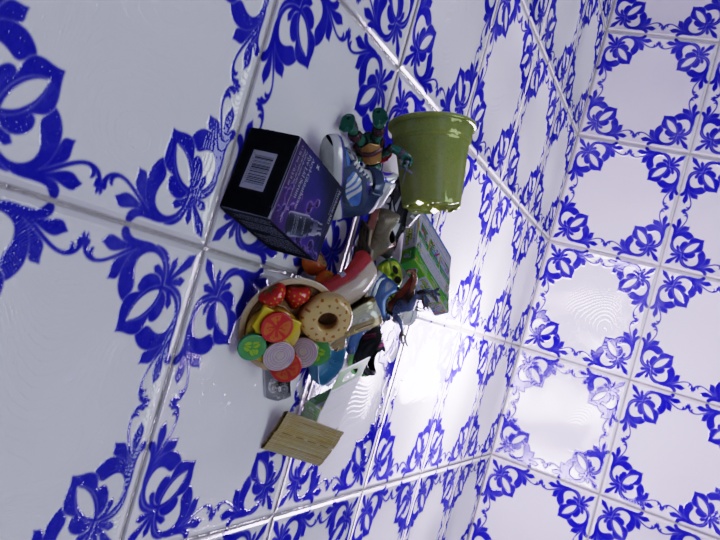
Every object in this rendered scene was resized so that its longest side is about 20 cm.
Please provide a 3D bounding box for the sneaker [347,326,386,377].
[{"bbox_3d":[0.029,0.155,1.782,0.076,0.083,0.204,-15,117,-62],"label":"sneaker"}]

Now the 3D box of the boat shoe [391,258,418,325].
[{"bbox_3d":[0.108,0.037,1.906,0.069,0.070,0.204,5,93,-40],"label":"boat shoe"}]

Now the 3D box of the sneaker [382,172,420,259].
[{"bbox_3d":[0.093,-0.120,1.755,0.066,0.089,0.204,-13,115,-62],"label":"sneaker"}]

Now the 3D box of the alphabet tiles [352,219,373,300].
[{"bbox_3d":[0.000,0.000,1.607,0.167,0.007,0.204,-123,-141,-71],"label":"alphabet tiles"}]

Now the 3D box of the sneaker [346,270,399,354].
[{"bbox_3d":[0.024,0.106,1.694,0.202,0.088,0.079,-62,179,14],"label":"sneaker"}]

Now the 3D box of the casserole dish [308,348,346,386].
[{"bbox_3d":[-0.073,0.153,1.623,0.121,0.038,0.203,-34,132,-54],"label":"casserole dish"}]

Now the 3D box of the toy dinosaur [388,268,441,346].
[{"bbox_3d":[0.099,0.068,1.769,0.105,0.179,0.202,-47,120,-44],"label":"toy dinosaur"}]

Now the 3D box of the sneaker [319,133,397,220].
[{"bbox_3d":[0.002,-0.193,1.463,0.144,0.081,0.202,-17,137,-16],"label":"sneaker"}]

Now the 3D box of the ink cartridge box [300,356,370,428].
[{"bbox_3d":[-0.063,0.277,1.648,0.145,0.048,0.203,-15,130,-61],"label":"ink cartridge box"}]

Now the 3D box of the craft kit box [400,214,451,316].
[{"bbox_3d":[0.167,-0.026,1.873,0.201,0.048,0.199,55,28,-35],"label":"craft kit box"}]

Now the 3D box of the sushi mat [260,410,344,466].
[{"bbox_3d":[-0.118,0.354,1.577,0.096,0.012,0.199,-54,138,2],"label":"sushi mat"}]

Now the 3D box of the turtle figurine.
[{"bbox_3d":[0.022,-0.240,1.544,0.148,0.101,0.201,-26,145,-5],"label":"turtle figurine"}]

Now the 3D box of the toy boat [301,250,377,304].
[{"bbox_3d":[-0.068,0.017,1.472,0.198,0.132,0.131,-30,173,-12],"label":"toy boat"}]

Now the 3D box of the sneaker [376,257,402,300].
[{"bbox_3d":[0.062,0.011,1.784,0.201,0.073,0.085,90,2,-69],"label":"sneaker"}]

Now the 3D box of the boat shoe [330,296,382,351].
[{"bbox_3d":[-0.046,0.126,1.506,0.067,0.198,0.074,60,5,-7],"label":"boat shoe"}]

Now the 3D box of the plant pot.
[{"bbox_3d":[0.156,-0.227,1.654,0.200,0.197,0.188,16,74,-65],"label":"plant pot"}]

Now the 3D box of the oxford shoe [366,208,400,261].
[{"bbox_3d":[0.038,-0.051,1.658,0.202,0.073,0.071,104,-2,-46],"label":"oxford shoe"}]

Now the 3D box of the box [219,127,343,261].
[{"bbox_3d":[-0.127,-0.124,1.279,0.200,0.103,0.150,42,65,-62],"label":"box"}]

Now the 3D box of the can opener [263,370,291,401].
[{"bbox_3d":[-0.160,0.160,1.450,0.067,0.052,0.203,-97,-173,-63],"label":"can opener"}]

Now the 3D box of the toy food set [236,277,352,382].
[{"bbox_3d":[-0.124,0.107,1.363,0.198,0.049,0.199,25,104,-32],"label":"toy food set"}]
